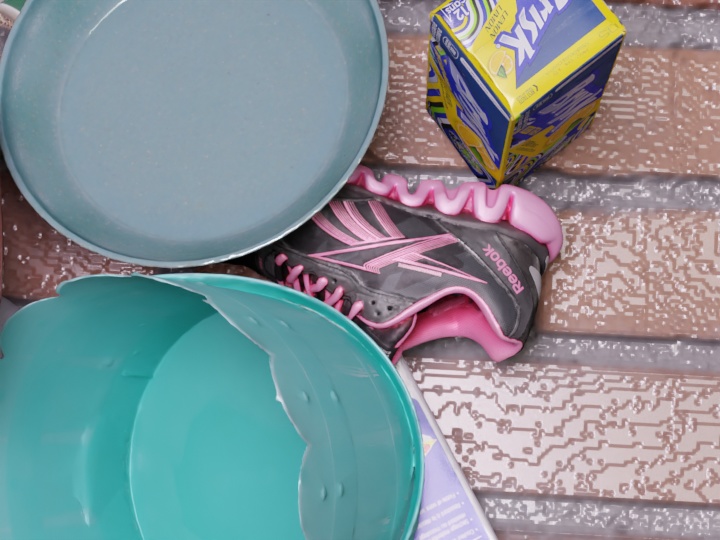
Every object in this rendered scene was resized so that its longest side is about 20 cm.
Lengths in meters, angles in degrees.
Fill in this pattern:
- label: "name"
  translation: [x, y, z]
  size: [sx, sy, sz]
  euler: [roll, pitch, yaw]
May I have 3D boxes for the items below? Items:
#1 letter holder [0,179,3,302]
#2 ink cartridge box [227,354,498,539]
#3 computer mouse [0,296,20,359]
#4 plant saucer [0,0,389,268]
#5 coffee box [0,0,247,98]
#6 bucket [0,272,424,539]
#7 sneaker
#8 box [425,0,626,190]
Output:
- label: "letter holder"
  translation: [-0.218, -0.049, 1.123]
  size: [0.100, 0.201, 0.143]
  euler: [9, 123, -17]
- label: "ink cartridge box"
  translation: [0.018, 0.140, 1.212]
  size: [0.094, 0.037, 0.201]
  euler: [-27, 79, -3]
- label: "computer mouse"
  translation: [-0.266, 0.032, 1.216]
  size: [0.198, 0.110, 0.044]
  euler: [-9, 124, -5]
- label: "plant saucer"
  translation: [-0.081, -0.089, 1.189]
  size: [0.198, 0.036, 0.202]
  euler: [-4, 67, 9]
- label: "coffee box"
  translation: [-0.106, -0.126, 1.253]
  size: [0.199, 0.044, 0.123]
  euler: [-37, 81, -4]
- label: "bucket"
  translation: [-0.075, 0.100, 1.138]
  size: [0.206, 0.134, 0.209]
  euler: [1, 91, 29]
- label: "sneaker"
  translation: [0.000, 0.000, 1.204]
  size: [0.198, 0.079, 0.096]
  euler: [7, 64, 4]
- label: "box"
  translation: [0.077, -0.095, 1.163]
  size: [0.070, 0.200, 0.064]
  euler: [-37, 82, -4]
